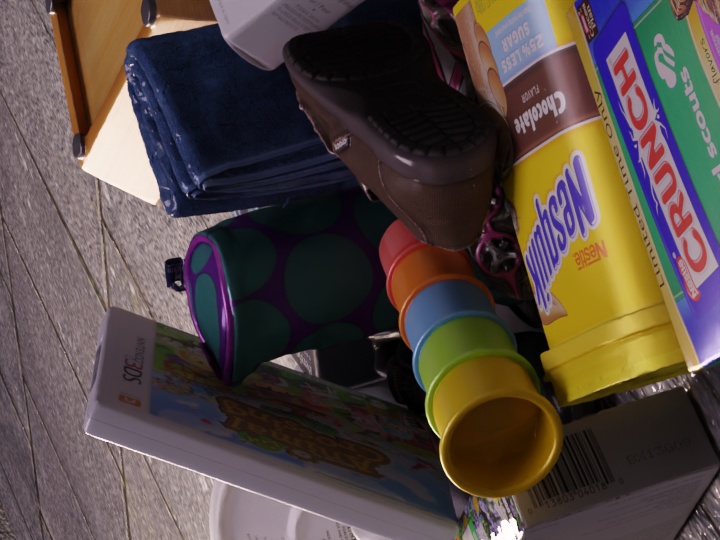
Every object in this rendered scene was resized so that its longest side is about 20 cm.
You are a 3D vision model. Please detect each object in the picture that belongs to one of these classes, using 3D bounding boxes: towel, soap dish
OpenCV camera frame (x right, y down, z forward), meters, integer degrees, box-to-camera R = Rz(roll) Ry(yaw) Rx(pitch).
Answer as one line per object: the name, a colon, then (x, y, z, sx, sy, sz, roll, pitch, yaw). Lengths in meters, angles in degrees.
towel: (-0.022, -0.096, 1.379, 0.049, 0.199, 0.112, 113, 140, -57)
soap dish: (-0.121, -0.156, 1.511, 0.200, 0.081, 0.158, 127, 137, -53)

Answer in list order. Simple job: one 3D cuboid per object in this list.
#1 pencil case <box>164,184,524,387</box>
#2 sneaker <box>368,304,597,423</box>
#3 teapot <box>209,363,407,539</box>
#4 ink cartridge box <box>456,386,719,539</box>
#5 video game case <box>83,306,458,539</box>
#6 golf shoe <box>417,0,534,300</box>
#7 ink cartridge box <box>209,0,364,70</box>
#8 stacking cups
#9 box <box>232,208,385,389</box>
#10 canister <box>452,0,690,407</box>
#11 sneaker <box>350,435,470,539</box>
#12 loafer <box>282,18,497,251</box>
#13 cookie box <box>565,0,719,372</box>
pencil case: (0.000, 0.000, 1.398, 0.085, 0.199, 0.093, 56, 150, 37)
sneaker: (0.065, 0.067, 1.440, 0.200, 0.087, 0.076, -147, 44, -67)
teapot: (0.009, 0.153, 1.611, 0.201, 0.197, 0.146, -66, -12, 16)
ink cartridge box: (0.106, 0.136, 1.327, 0.200, 0.108, 0.051, 107, 144, -61)
video game case: (-0.048, 0.083, 1.373, 0.182, 0.199, 0.022, -101, 32, -75)
golf shoe: (0.074, -0.085, 1.324, 0.092, 0.072, 0.201, 140, 120, -90)
ink cartridge box: (-0.010, -0.226, 1.337, 0.057, 0.200, 0.163, 33, -150, -53)
stacking cups: (0.047, 0.037, 1.269, 0.200, 0.060, 0.061, -113, 15, -62)
box: (-0.012, -0.053, 1.555, 0.148, 0.107, 0.201, -131, 29, -56)
canister: (0.115, -0.049, 1.176, 0.149, 0.086, 0.201, 142, 113, -73)
sneaker: (0.096, 0.162, 1.460, 0.200, 0.112, 0.073, 38, -169, 19)
loafer: (0.011, -0.066, 1.256, 0.200, 0.073, 0.071, -122, 23, -60)
cookie box: (0.165, -0.067, 1.005, 0.200, 0.075, 0.172, 130, 122, -72)
